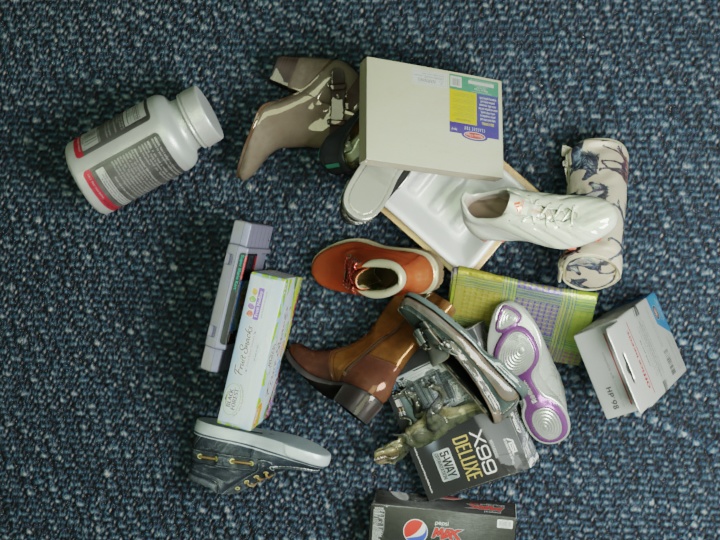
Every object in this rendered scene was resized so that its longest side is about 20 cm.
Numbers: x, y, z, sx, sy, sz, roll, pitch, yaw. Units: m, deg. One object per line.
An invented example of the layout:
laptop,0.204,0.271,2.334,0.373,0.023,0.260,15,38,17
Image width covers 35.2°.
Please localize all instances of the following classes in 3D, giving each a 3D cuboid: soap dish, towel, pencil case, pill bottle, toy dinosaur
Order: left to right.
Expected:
pill bottle,-0.292,-0.170,1.550,0.198,0.111,0.112,-28,88,5
toy dinosaur,0.092,0.188,1.488,0.198,0.048,0.089,-27,101,24
soap dish,0.117,-0.106,1.527,0.200,0.081,0.158,41,94,4
towel,0.206,0.060,1.510,0.197,0.023,0.145,11,136,7
pencil case,0.299,-0.073,1.468,0.088,0.078,0.202,1,59,16

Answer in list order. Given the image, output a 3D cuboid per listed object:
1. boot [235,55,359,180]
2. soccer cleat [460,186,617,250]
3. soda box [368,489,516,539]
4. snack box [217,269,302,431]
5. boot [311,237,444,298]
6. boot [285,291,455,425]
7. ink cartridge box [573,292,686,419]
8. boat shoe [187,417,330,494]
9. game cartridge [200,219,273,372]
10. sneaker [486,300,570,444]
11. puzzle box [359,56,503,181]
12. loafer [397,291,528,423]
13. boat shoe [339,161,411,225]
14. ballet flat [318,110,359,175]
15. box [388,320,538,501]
boot,-0.072,-0.195,1.554,0.145,0.070,0.202,22,100,-3
soccer cleat,0.217,-0.068,1.407,0.198,0.078,0.070,0,60,28
soda box,0.112,0.346,1.539,0.197,0.071,0.064,5,96,6
snack box,-0.134,0.102,1.523,0.052,0.142,0.203,13,93,7
boot,0.000,0.000,1.504,0.198,0.107,0.076,1,99,35
boot,0.008,0.084,1.532,0.201,0.188,0.068,-53,128,-9
ink cartridge box,0.339,0.111,1.448,0.066,0.199,0.117,-23,89,33
boat shoe,-0.141,0.269,1.568,0.198,0.071,0.092,12,93,12
game cartridge,-0.164,0.034,1.532,0.038,0.130,0.203,14,93,5
sneaker,0.220,0.128,1.505,0.074,0.100,0.202,-18,105,15
puzzle box,0.092,-0.189,1.439,0.197,0.025,0.135,6,77,-24
loafer,0.120,0.110,1.430,0.199,0.072,0.063,40,77,3
boat shoe,0.038,-0.141,1.459,0.073,0.060,0.201,33,74,-7
ballet flat,0.027,-0.200,1.511,0.073,0.073,0.200,43,73,3
box,0.129,0.190,1.524,0.156,0.050,0.202,-22,89,25
